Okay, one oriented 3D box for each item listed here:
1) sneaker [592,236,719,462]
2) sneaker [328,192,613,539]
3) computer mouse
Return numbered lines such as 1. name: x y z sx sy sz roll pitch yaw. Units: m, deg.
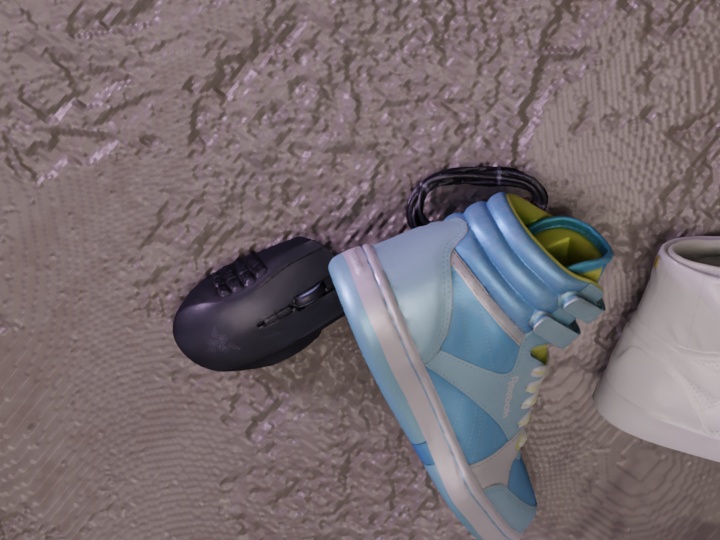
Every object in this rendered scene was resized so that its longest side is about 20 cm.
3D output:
1. sneaker: 0.230 0.046 1.225 0.200 0.074 0.116 14 115 -10
2. sneaker: 0.079 0.047 1.202 0.131 0.080 0.200 -27 128 2
3. computer mouse: 0.000 0.000 1.206 0.200 0.034 0.059 -25 113 5
